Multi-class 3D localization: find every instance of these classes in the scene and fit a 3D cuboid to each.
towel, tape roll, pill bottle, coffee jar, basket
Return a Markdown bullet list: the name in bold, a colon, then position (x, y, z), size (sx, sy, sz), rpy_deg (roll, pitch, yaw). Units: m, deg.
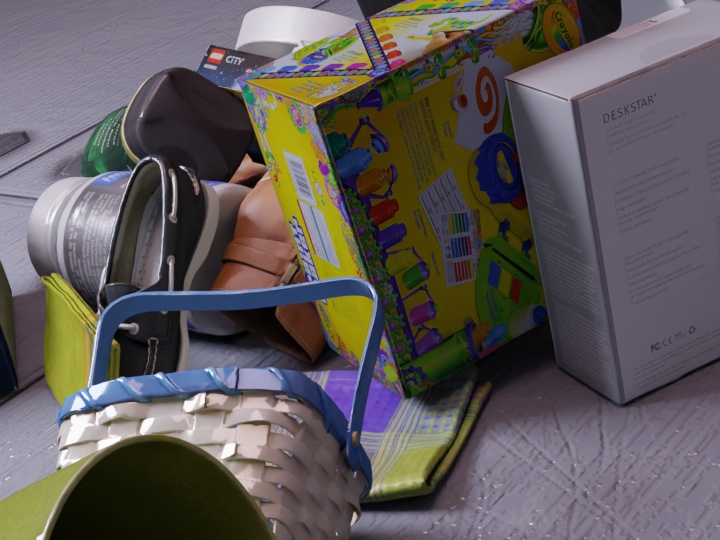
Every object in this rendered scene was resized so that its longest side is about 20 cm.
- **towel**: position (-0.196, 0.065, 1.005), size (0.018, 0.087, 0.200), rpy_deg (2, 12, -23)
- **tape roll**: position (-0.022, -0.194, 1.396), size (0.200, 0.038, 0.203), rpy_deg (15, -9, 2)
- **pill bottle**: position (-0.165, -0.018, 1.150), size (0.198, 0.115, 0.113), rpy_deg (9, 32, 40)
- **towel**: position (-0.028, 0.101, 0.930), size (0.197, 0.023, 0.144), rpy_deg (-2, 26, 24)
- **coffee jar**: position (-0.165, -0.103, 1.240), size (0.086, 0.104, 0.200), rpy_deg (-64, 17, -18)
- **basket**: position (-0.081, 0.093, 0.806), size (0.174, 0.140, 0.202), rpy_deg (-5, 56, 19)

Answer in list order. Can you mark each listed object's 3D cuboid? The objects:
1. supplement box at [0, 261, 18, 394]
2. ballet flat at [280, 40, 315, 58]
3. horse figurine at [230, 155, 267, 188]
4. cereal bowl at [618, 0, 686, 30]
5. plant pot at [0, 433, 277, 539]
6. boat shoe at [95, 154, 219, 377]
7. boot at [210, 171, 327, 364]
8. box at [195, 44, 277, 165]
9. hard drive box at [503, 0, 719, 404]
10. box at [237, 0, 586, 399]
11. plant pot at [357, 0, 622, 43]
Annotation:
- **supplement box**: position (-0.384, 0.024, 1.150), size (0.197, 0.136, 0.200), rpy_deg (-17, 24, -7)
- **ballet flat**: position (-0.041, -0.163, 1.292), size (0.069, 0.068, 0.200), rpy_deg (-65, 16, -12)
- **horse figurine**: position (-0.061, -0.102, 1.355), size (0.197, 0.051, 0.133), rpy_deg (-6, 19, 22)
- **cereal bowl**: position (0.199, -0.134, 1.201), size (0.199, 0.083, 0.201), rpy_deg (-31, 35, 24)
- **plant pot**: position (-0.153, 0.189, 0.654), size (0.198, 0.189, 0.187), rpy_deg (-18, 19, 28)
- **boat shoe**: position (-0.152, 0.019, 1.002), size (0.075, 0.060, 0.203), rpy_deg (-7, 63, 32)
- **boot**: position (0.000, 0.000, 1.060), size (0.198, 0.077, 0.156), rpy_deg (28, 58, -1)
- **box**: position (-0.026, -0.117, 1.216), size (0.198, 0.137, 0.038), rpy_deg (17, 71, 26)
- **hard drive box**: position (0.188, -0.044, 0.910), size (0.154, 0.202, 0.077), rpy_deg (-22, 25, -20)
- **box**: position (0.054, -0.061, 0.951), size (0.191, 0.202, 0.122), rpy_deg (-26, 25, -19)
- **plant pot**: position (0.090, -0.278, 1.244), size (0.198, 0.177, 0.201), rpy_deg (-25, 38, 29)
